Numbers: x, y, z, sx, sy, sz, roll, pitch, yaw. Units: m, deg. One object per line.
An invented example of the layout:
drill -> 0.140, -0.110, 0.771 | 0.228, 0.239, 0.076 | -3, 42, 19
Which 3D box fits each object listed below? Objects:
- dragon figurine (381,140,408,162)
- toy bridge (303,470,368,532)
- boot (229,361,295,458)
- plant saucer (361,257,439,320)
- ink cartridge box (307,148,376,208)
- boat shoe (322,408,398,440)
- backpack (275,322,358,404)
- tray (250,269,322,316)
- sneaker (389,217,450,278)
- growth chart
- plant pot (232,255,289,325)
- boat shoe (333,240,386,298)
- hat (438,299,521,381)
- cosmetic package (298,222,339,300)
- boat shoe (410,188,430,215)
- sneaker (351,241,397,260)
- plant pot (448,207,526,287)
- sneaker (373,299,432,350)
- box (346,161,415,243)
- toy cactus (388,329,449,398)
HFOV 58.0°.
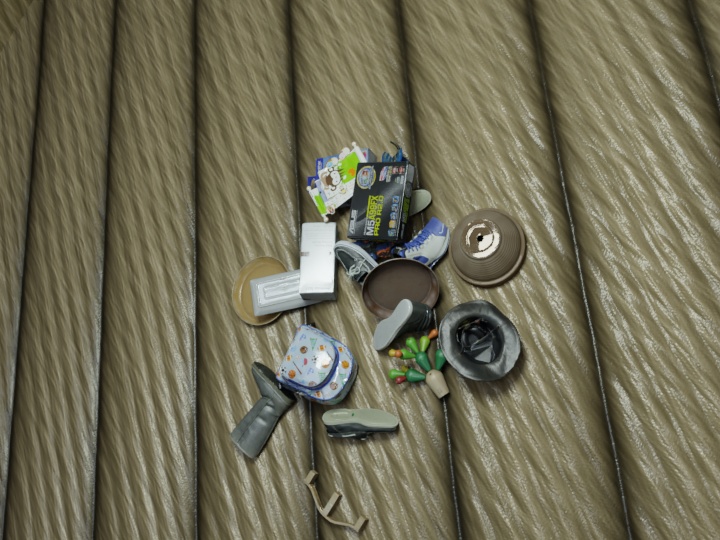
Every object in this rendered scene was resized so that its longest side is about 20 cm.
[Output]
dragon figurine -> 0.095, -0.292, 1.761 | 0.058, 0.099, 0.204 | -10, 64, 21
toy bridge -> -0.073, 0.590, 1.640 | 0.199, 0.027, 0.068 | 33, 92, 28
boot -> -0.289, 0.379, 1.778 | 0.182, 0.072, 0.201 | 43, 102, 29
plant saucer -> 0.100, 0.044, 1.643 | 0.198, 0.201, 0.035 | -25, 33, 15
ink cartridge box -> -0.053, -0.252, 1.837 | 0.196, 0.076, 0.139 | -9, 72, 23
boat shoe -> 0.003, 0.394, 1.650 | 0.196, 0.072, 0.069 | -3, 111, 16
backpack -> -0.106, 0.248, 1.683 | 0.188, 0.154, 0.203 | 23, 80, 12
tray -> -0.210, 0.054, 1.816 | 0.196, 0.022, 0.109 | -12, 71, 1
sneaker -> 0.143, -0.051, 1.662 | 0.080, 0.115, 0.201 | 29, 88, 47
growth chart -> -0.058, -0.248, 1.786 | 0.199, 0.018, 0.146 | -41, 65, 9
plant pot -> -0.281, 0.059, 1.878 | 0.196, 0.027, 0.204 | -7, 73, 23
boat shoe -> -0.001, 0.002, 1.713 | 0.199, 0.068, 0.074 | 43, 132, 5
hat -> 0.282, 0.177, 1.561 | 0.196, 0.081, 0.204 | -2, 68, 4
cosmetic package -> -0.113, -0.025, 1.783 | 0.099, 0.074, 0.204 | -2, 71, 6
boat shoe -> 0.092, -0.180, 1.749 | 0.197, 0.072, 0.068 | -20, 36, 10
sneaker -> 0.034, -0.063, 1.754 | 0.197, 0.079, 0.076 | -13, 112, 33
plant pot -> 0.308, -0.066, 1.616 | 0.197, 0.093, 0.205 | -6, 74, 21
sneaker -> 0.111, 0.148, 1.654 | 0.201, 0.098, 0.072 | -52, 40, 42
box -> 0.052, -0.176, 1.670 | 0.158, 0.044, 0.204 | 6, 84, 34
toy cactus -> 0.166, 0.234, 1.606 | 0.198, 0.102, 0.166 | -33, 75, 3
